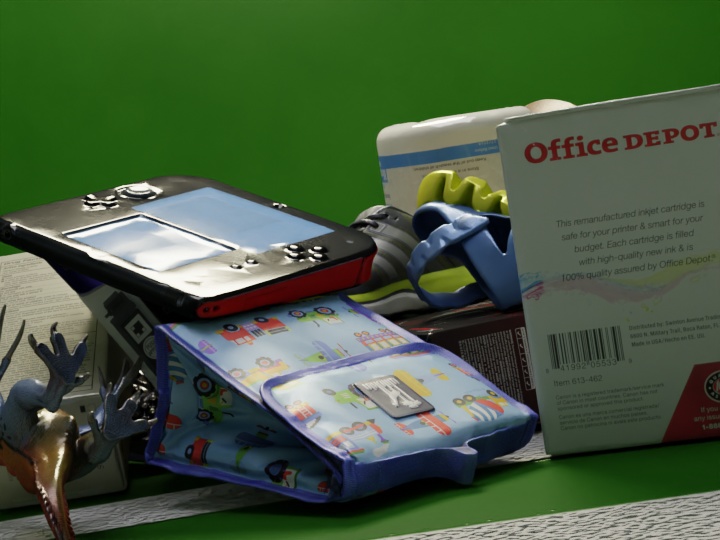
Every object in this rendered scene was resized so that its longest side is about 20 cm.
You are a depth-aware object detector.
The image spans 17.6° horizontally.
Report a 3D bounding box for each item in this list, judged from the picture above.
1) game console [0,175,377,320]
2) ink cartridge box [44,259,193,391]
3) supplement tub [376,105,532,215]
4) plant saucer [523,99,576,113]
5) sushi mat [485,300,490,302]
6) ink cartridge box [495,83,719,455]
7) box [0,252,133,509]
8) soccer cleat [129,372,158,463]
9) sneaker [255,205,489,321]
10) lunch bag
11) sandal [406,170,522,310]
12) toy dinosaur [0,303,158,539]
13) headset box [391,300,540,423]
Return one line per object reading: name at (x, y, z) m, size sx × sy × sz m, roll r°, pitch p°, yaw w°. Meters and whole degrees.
game console at (-0.108, -0.019, 1.492) m, size 0.200 × 0.031 × 0.177 m, roll 19°, pitch 20°, yaw 39°
ink cartridge box at (-0.108, 0.036, 1.571) m, size 0.043 × 0.200 × 0.198 m, roll -44°, pitch -7°, yaw 17°
supplement tub at (0.090, -0.026, 1.870) m, size 0.132 × 0.201 × 0.132 m, roll -8°, pitch 4°, yaw 1°
plant saucer at (0.158, -0.040, 1.917) m, size 0.034 × 0.201 × 0.200 m, roll -14°, pitch 6°, yaw -35°
sushi mat at (0.088, 0.011, 1.727) m, size 0.095 × 0.012 × 0.200 m, roll 19°, pitch -36°, yaw -11°
ink cartridge box at (0.170, -0.003, 1.367) m, size 0.145 × 0.201 × 0.083 m, roll -8°, pitch 4°, yaw 15°
box at (-0.203, 0.065, 1.553) m, size 0.095 × 0.078 × 0.200 m, roll -8°, pitch 30°, yaw 3°
soccer cleat at (-0.185, 0.107, 1.631) m, size 0.200 × 0.073 × 0.068 m, roll 14°, pitch 42°, yaw 34°
sneaker at (0.000, 0.000, 1.592) m, size 0.200 × 0.081 × 0.074 m, roll -8°, pitch -14°, yaw -41°
lunch bag at (-0.007, 0.091, 1.371) m, size 0.150 × 0.094 × 0.200 m, roll -10°, pitch 21°, yaw -42°
sandal at (0.108, -0.006, 1.489) m, size 0.200 × 0.080 × 0.087 m, roll 5°, pitch 50°, yaw 38°
toy dinosaur at (-0.203, 0.093, 1.358) m, size 0.181 × 0.105 × 0.200 m, roll -36°, pitch 22°, yaw 47°
headset box at (0.101, 0.059, 1.539) m, size 0.200 × 0.075 × 0.149 m, roll -11°, pitch 3°, yaw -26°
